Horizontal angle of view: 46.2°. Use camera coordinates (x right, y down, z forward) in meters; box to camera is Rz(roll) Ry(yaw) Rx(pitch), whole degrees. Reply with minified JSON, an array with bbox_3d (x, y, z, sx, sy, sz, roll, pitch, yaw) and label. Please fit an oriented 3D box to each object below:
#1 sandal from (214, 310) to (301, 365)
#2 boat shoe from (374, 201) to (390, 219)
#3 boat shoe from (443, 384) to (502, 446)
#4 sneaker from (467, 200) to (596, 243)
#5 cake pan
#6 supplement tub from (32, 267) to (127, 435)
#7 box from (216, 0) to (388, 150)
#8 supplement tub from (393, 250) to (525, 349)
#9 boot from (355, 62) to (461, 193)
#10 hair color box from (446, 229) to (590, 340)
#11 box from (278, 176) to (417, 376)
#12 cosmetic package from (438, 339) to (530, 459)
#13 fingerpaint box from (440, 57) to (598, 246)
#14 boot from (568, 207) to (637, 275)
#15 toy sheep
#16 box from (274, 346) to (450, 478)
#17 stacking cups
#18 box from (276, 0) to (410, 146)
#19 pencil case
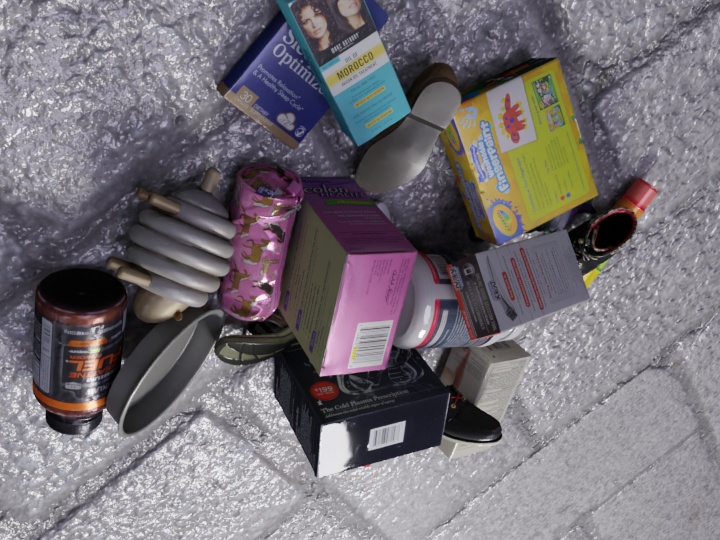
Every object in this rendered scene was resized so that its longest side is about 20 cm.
[{"bbox_3d":[-0.121,0.085,1.184,0.201,0.057,0.080,-13,160,-42],"label":"sandal"},{"bbox_3d":[0.000,0.000,1.181,0.069,0.056,0.201,-20,119,-58],"label":"boat shoe"},{"bbox_3d":[0.132,0.215,1.327,0.074,0.201,0.063,-28,132,-51],"label":"boat shoe"},{"bbox_3d":[0.259,-0.074,1.248,0.200,0.074,0.088,-29,99,-8],"label":"sneaker"},{"bbox_3d":[-0.251,0.122,1.078,0.200,0.037,0.200,-53,171,-12],"label":"cake pan"},{"bbox_3d":[-0.347,0.104,1.038,0.107,0.107,0.200,-3,123,-27],"label":"supplement tub"},{"bbox_3d":[-0.061,-0.253,0.996,0.121,0.032,0.200,33,101,-40],"label":"box"},{"bbox_3d":[0.133,0.043,1.234,0.200,0.140,0.141,2,121,-29],"label":"supplement tub"},{"bbox_3d":[0.062,-0.181,1.091,0.073,0.076,0.200,26,128,-20],"label":"boot"},{"bbox_3d":[0.222,0.017,1.171,0.200,0.111,0.064,-14,174,-40],"label":"hair color box"},{"bbox_3d":[-0.030,0.003,1.077,0.096,0.200,0.176,-3,122,-27],"label":"box"},{"bbox_3d":[0.189,0.203,1.405,0.103,0.087,0.200,-4,123,-40],"label":"cosmetic package"},{"bbox_3d":[0.209,-0.162,1.142,0.167,0.073,0.200,-27,110,-10],"label":"fingerpaint box"},{"bbox_3d":[0.330,-0.028,1.281,0.203,0.074,0.154,-37,172,10],"label":"boot"},{"bbox_3d":[-0.215,-0.030,1.004,0.138,0.138,0.200,24,92,-38],"label":"toy sheep"},{"bbox_3d":[-0.004,0.181,1.228,0.200,0.182,0.104,-10,125,-23],"label":"box"},{"bbox_3d":[0.403,-0.059,1.366,0.060,0.061,0.200,24,107,-38],"label":"stacking cups"},{"bbox_3d":[-0.017,-0.248,0.969,0.082,0.049,0.200,-34,131,-5],"label":"box"},{"bbox_3d":[-0.130,-0.033,1.073,0.083,0.087,0.200,0,124,-25],"label":"pencil case"}]
